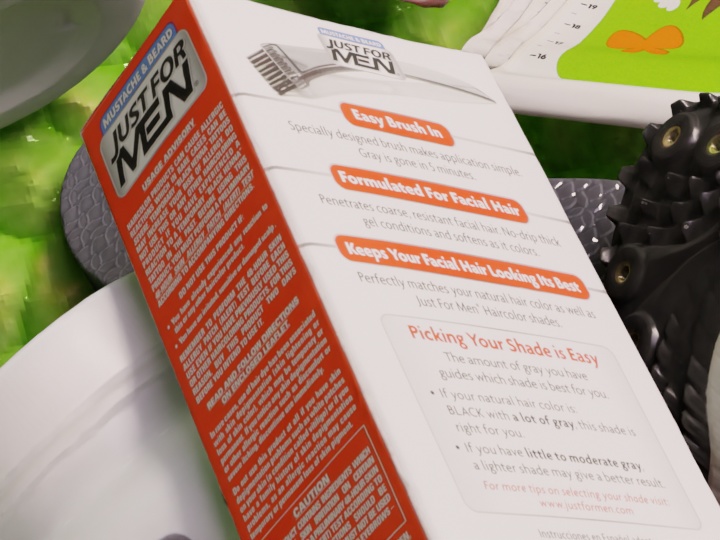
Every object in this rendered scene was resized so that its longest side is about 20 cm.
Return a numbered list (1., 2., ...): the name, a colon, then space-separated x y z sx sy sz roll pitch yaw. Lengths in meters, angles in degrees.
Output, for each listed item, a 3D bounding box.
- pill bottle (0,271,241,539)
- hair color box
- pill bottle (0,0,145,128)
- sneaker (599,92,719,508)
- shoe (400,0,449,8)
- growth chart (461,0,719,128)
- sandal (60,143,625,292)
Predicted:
1. pill bottle: -0.024 0.104 0.653 0.116 0.116 0.200 -38 81 -31
2. hair color box: 0.014 0.026 0.617 0.110 0.064 0.201 9 45 -40
3. pill bottle: -0.154 -0.144 0.739 0.110 0.111 0.201 -21 72 -27
4. sneaker: 0.122 0.041 0.630 0.072 0.072 0.201 15 44 -44
5. shoe: -0.012 -0.171 0.826 0.071 0.091 0.200 15 24 -46
6. growth chart: 0.107 -0.098 0.788 0.144 0.018 0.200 2 35 19
7. sandal: 0.000 0.001 0.731 0.199 0.043 0.076 11 61 16
